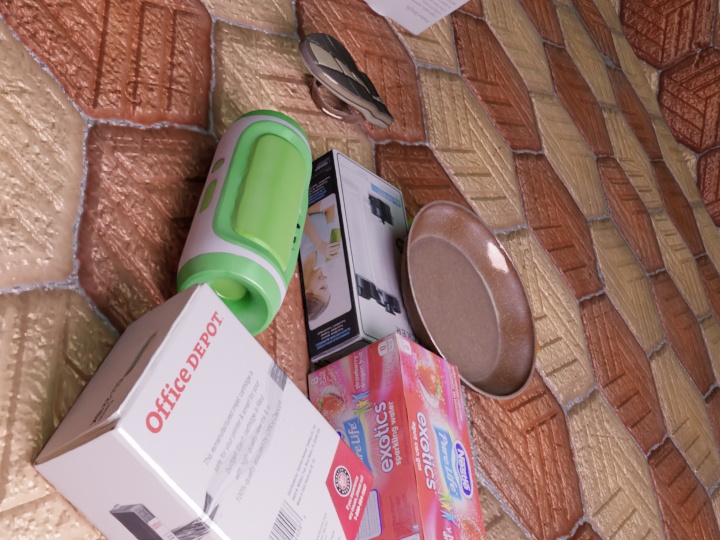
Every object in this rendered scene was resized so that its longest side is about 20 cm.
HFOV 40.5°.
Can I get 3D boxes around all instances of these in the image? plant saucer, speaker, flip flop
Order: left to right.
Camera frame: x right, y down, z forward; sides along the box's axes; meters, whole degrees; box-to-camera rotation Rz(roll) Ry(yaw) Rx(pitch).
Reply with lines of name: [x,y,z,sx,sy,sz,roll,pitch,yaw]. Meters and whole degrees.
speaker: [-0.090,-0.043,0.789,0.088,0.088,0.201,44,34,-30]
flip flop: [-0.020,-0.192,1.058,0.082,0.057,0.200,65,14,14]
plant saucer: [0.099,0.031,0.941,0.200,0.037,0.202,30,47,-38]

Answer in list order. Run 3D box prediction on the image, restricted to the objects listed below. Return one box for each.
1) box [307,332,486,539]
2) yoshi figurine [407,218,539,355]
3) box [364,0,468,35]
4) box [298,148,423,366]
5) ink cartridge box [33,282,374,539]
box: [0.029,0.169,0.793,0.094,0.102,0.201,31,41,-44]
yoshi figurine: [0.117,0.014,1.066,0.201,0.112,0.112,53,15,-13]
box: [0.046,-0.453,1.287,0.198,0.130,0.202,16,53,-53]
box: [0.000,0.000,0.922,0.116,0.060,0.201,28,45,-45]
ink cartridge box: [-0.093,0.132,0.644,0.200,0.083,0.145,52,32,-20]
